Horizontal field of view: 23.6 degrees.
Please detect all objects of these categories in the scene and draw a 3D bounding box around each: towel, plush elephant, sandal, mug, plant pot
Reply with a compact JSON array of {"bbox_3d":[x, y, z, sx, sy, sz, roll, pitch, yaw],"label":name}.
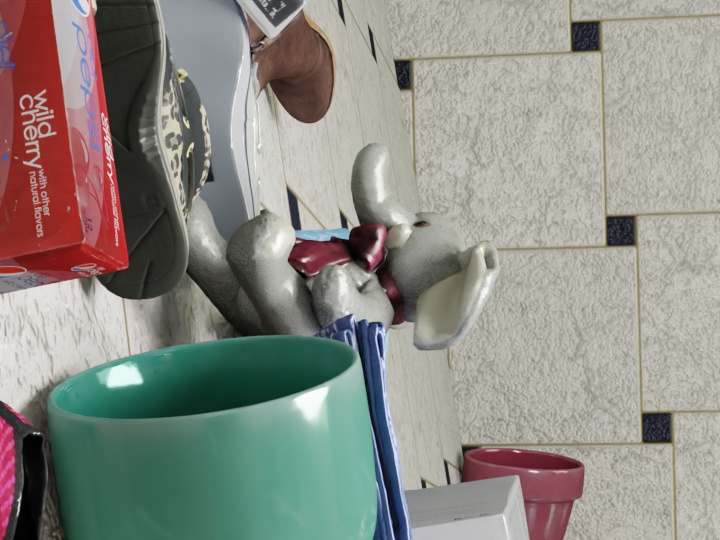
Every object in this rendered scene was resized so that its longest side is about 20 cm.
[{"bbox_3d":[-0.013,0.109,0.936,0.200,0.024,0.147,146,-64,-71],"label":"towel"},{"bbox_3d":[0.000,0.000,1.073,0.201,0.155,0.164,54,-17,-16],"label":"plush elephant"},{"bbox_3d":[-0.141,0.102,0.666,0.075,0.045,0.203,28,52,-80],"label":"sandal"},{"bbox_3d":[-0.066,0.102,0.831,0.185,0.150,0.116,-65,148,-79],"label":"mug"},{"bbox_3d":[0.259,0.394,2.803,0.200,0.197,0.181,-17,112,-82],"label":"plant pot"}]

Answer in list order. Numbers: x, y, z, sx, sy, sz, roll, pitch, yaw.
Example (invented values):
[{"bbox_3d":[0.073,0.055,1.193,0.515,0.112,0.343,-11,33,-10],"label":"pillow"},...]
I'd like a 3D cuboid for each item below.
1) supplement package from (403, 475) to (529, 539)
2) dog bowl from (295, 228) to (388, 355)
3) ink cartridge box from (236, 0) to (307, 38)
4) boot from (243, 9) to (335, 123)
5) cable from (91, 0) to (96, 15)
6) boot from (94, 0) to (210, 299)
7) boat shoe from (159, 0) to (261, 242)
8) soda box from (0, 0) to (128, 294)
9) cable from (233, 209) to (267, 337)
[{"bbox_3d":[0.025,0.237,1.177,0.200,0.189,0.149,-2,83,-82],"label":"supplement package"},{"bbox_3d":[-0.033,0.038,1.306,0.200,0.049,0.113,-119,-136,-60],"label":"dog bowl"},{"bbox_3d":[-0.101,-0.269,1.188,0.198,0.043,0.200,49,16,-14],"label":"ink cartridge box"},{"bbox_3d":[-0.082,-0.187,1.516,0.167,0.071,0.202,-69,151,-53],"label":"boot"},{"bbox_3d":[-0.160,-0.194,0.817,0.050,0.097,0.202,-20,96,-41],"label":"cable"},{"bbox_3d":[-0.129,-0.103,0.953,0.154,0.073,0.206,-87,169,-72],"label":"boot"},{"bbox_3d":[-0.096,-0.100,1.172,0.086,0.074,0.205,-11,93,-82],"label":"boat shoe"},{"bbox_3d":[-0.153,-0.096,0.752,0.063,0.069,0.203,44,37,-77],"label":"soda box"},{"bbox_3d":[-0.064,0.033,1.272,0.201,0.050,0.098,-88,173,-59],"label":"cable"}]
